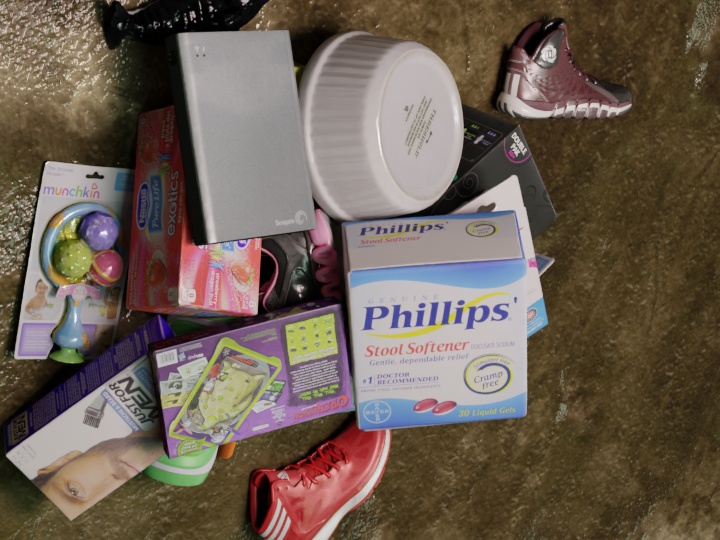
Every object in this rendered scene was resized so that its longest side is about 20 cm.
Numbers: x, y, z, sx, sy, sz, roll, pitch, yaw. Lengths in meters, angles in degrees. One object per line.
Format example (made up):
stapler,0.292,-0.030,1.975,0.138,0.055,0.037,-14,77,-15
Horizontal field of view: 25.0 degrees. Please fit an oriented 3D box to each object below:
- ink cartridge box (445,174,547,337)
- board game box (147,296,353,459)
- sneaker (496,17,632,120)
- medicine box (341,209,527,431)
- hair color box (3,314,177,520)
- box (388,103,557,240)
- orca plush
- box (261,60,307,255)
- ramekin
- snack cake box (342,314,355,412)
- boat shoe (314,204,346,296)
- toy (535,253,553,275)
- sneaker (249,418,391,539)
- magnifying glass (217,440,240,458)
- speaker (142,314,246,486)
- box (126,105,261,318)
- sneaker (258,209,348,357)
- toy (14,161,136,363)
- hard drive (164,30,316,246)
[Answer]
ink cartridge box,0.127,-0.005,1.771,0.115,0.068,0.201,-31,126,-24
board game box,-0.107,0.106,1.621,0.198,0.032,0.121,-14,110,-19
sneaker,0.253,-0.242,1.940,0.199,0.075,0.117,-7,109,-36
medicine box,0.077,0.051,1.675,0.180,0.103,0.202,-4,124,0
hair color box,-0.249,0.149,1.644,0.199,0.065,0.110,-35,120,6
box,0.099,-0.067,1.850,0.200,0.124,0.149,-42,130,-18
orca plush,-0.151,-0.265,1.601,0.199,0.071,0.106,-11,115,-35
box,-0.099,-0.121,1.702,0.050,0.075,0.202,2,107,-38
ramekin,0.027,-0.148,1.685,0.202,0.094,0.205,-2,92,-53
snack cake box,-0.043,0.106,1.813,0.199,0.115,0.068,-5,111,-37
boat shoe,0.000,0.000,1.781,0.072,0.066,0.200,-42,95,-29
toy,0.119,0.029,1.907,0.200,0.115,0.047,-45,121,-15
sneaker,-0.051,0.237,1.887,0.115,0.078,0.201,37,82,-43
magnifying glass,-0.133,0.160,1.739,0.022,0.200,0.080,13,65,-7
speaker,-0.179,0.122,1.730,0.088,0.088,0.202,5,105,-40
box,-0.162,-0.057,1.621,0.102,0.094,0.202,8,81,-41
sneaker,-0.063,0.039,1.692,0.094,0.079,0.202,-9,102,-4
toy,-0.273,-0.002,1.627,0.114,0.047,0.202,3,107,-41
hard drive,-0.115,-0.130,1.584,0.139,0.033,0.202,-9,92,-43
